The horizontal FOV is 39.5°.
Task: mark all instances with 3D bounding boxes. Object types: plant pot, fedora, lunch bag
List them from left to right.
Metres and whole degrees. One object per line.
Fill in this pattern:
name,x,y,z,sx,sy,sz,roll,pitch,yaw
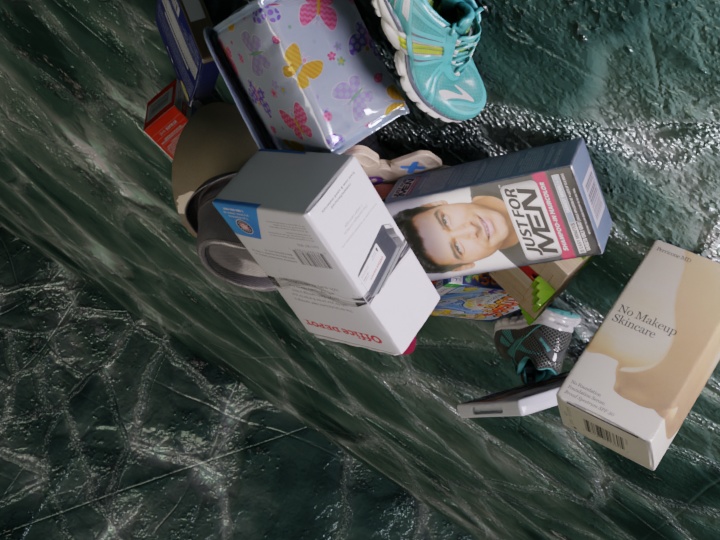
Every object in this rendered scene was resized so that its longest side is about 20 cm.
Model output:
fedora,-0.114,-0.035,1.190,0.199,0.091,0.177,11,146,-9
plant pot,-0.105,-0.117,1.285,0.199,0.188,0.187,8,150,29
lunch bag,-0.070,-0.197,1.022,0.200,0.127,0.170,6,126,63

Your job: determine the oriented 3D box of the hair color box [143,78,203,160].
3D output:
hair color box,-0.216,-0.168,1.435,0.200,0.064,0.111,47,-166,-29

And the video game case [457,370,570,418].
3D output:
video game case,0.247,0.152,1.278,0.182,0.199,0.023,154,102,-70

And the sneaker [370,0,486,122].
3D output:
sneaker,0.071,-0.205,0.880,0.079,0.078,0.200,11,150,36

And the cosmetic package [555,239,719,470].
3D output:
cosmetic package,0.285,0.078,0.972,0.105,0.200,0.071,24,157,30

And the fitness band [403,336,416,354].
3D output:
fitness band,0.047,0.009,1.296,0.037,0.201,0.144,-3,163,-13

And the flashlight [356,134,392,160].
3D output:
flashlight,0.052,-0.098,1.199,0.200,0.068,0.068,40,136,0

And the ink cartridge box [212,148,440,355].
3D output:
ink cartridge box,-0.031,-0.019,0.999,0.144,0.084,0.200,11,144,44

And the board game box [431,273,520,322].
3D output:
board game box,0.143,0.027,1.275,0.135,0.035,0.200,7,167,-12

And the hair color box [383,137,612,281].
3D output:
hair color box,0.133,-0.056,0.986,0.199,0.061,0.099,-10,119,31

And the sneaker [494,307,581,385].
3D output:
sneaker,0.219,0.107,1.316,0.077,0.092,0.200,15,165,-6

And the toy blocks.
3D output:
toy blocks,0.176,-0.033,1.103,0.137,0.100,0.200,45,163,12

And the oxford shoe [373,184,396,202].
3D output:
oxford shoe,0.043,-0.022,1.118,0.070,0.075,0.200,-8,157,17

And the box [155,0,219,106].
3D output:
box,-0.202,-0.274,1.170,0.121,0.032,0.200,68,164,0

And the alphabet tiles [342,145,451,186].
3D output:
alphabet tiles,0.021,-0.082,1.089,0.195,0.015,0.200,-17,153,33
